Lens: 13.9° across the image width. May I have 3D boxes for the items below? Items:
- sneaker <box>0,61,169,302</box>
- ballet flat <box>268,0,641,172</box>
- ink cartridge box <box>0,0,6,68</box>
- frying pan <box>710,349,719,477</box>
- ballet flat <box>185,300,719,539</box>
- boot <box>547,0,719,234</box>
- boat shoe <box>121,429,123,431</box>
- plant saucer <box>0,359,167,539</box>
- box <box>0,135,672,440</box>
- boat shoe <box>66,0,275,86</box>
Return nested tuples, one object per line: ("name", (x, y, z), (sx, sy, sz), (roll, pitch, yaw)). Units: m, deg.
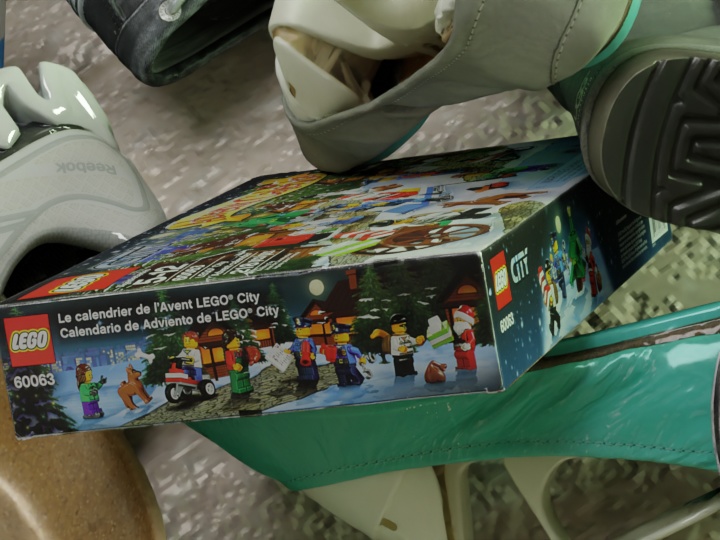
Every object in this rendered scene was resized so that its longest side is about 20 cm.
("sneaker", (-0.146, 0.016, 0.872), (0.200, 0.075, 0.081), (-33, 62, -17))
("ballet flat", (0.009, -0.075, 0.849), (0.200, 0.063, 0.068), (-15, 59, 63))
("ink cartridge box", (-0.202, -0.061, 0.943), (0.068, 0.116, 0.200), (14, 20, 32))
("frying pan", (0.151, 0.000, 0.779), (0.114, 0.031, 0.191), (3, 89, -11))
("ballet flat", (0.040, 0.050, 0.838), (0.199, 0.067, 0.071), (-8, 88, 17))
("boot", (0.116, -0.062, 0.893), (0.200, 0.181, 0.073), (-125, 54, -68))
("boat shoe", (-0.164, 0.035, 0.949), (0.199, 0.071, 0.065), (12, 53, 20))
("plant saucer", (-0.150, 0.090, 0.785), (0.199, 0.036, 0.201), (4, 50, -5))
("box", (0.000, 0.000, 0.837), (0.136, 0.038, 0.200), (-6, 9, 19))
("boat shoe", (-0.004, -0.128, 1.004), (0.199, 0.074, 0.068), (-29, 59, -19))
